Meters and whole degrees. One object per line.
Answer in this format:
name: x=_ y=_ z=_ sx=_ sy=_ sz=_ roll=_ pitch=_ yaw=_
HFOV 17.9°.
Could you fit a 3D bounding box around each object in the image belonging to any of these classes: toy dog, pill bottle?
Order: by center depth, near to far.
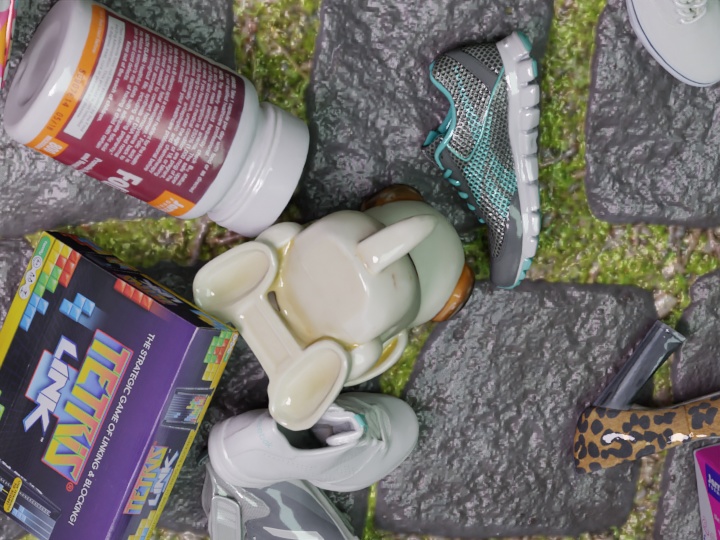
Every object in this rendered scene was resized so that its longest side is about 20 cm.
pill bottle: x=-0.145 y=-0.107 z=1.642 sx=0.199 sy=0.114 sz=0.115 roll=25 pitch=98 yaw=-22
toy dog: x=0.000 y=0.000 z=1.695 sx=0.140 sy=0.200 sz=0.194 roll=46 pitch=117 yaw=13

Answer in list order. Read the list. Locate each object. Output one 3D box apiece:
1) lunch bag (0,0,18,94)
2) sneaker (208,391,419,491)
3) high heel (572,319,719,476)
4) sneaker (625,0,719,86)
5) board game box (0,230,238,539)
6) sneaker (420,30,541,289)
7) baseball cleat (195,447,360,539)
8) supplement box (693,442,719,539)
lunch bag: x=-0.267 y=-0.208 z=1.537 sx=0.081 sy=0.176 sz=0.201 roll=4 pitch=105 yaw=-19
sneaker: x=-0.015 y=0.125 z=1.736 sx=0.199 sy=0.088 sz=0.076 roll=-6 pitch=74 yaw=-44
high heel: x=0.276 y=0.153 z=1.848 sx=0.200 sy=0.071 sz=0.143 roll=37 pitch=89 yaw=14
sneaker: x=0.237 y=-0.224 z=1.752 sx=0.073 sy=0.071 sz=0.201 roll=-33 pitch=113 yaw=-6
board game box: x=-0.199 y=0.096 z=1.662 sx=0.057 sy=0.165 sz=0.201 roll=10 pitch=106 yaw=-57
sneaker: x=0.092 y=-0.084 z=1.760 sx=0.091 sy=0.078 sz=0.201 roll=-3 pitch=105 yaw=0
baseball cleat: x=-0.057 y=0.209 z=1.802 sx=0.106 sy=0.070 sz=0.201 roll=-33 pitch=104 yaw=1
supplement box: x=0.354 y=0.244 z=1.919 sx=0.103 sy=0.101 sz=0.201 roll=-13 pitch=109 yaw=-13
